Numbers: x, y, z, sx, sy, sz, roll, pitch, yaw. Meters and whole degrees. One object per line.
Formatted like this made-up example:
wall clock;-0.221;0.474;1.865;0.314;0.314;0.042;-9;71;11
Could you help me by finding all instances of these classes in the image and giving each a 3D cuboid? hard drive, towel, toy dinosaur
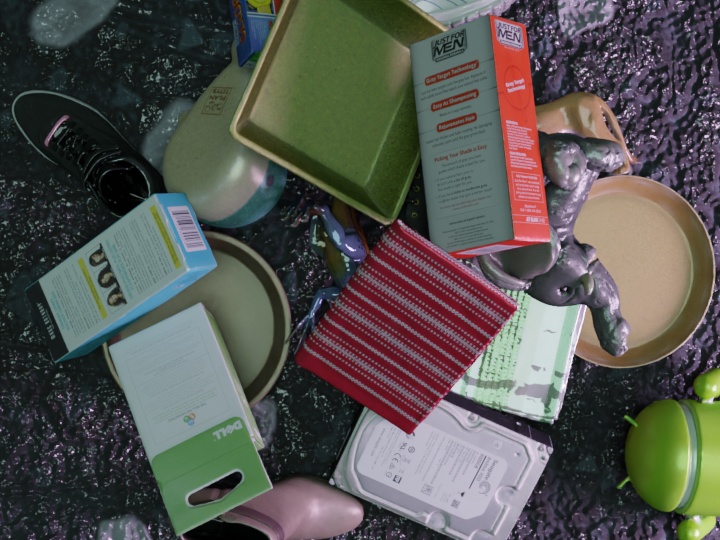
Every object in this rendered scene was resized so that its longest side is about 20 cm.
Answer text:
hard drive;0.082;0.197;1.157;0.198;0.038;0.141;24;107;-5
towel;0.040;0.059;1.057;0.144;0.023;0.201;32;124;-7
toy dinosaur;0.000;0.000;1.129;0.182;0.105;0.201;45;72;-19
towel;0.127;0.063;1.166;0.197;0.031;0.152;14;93;6

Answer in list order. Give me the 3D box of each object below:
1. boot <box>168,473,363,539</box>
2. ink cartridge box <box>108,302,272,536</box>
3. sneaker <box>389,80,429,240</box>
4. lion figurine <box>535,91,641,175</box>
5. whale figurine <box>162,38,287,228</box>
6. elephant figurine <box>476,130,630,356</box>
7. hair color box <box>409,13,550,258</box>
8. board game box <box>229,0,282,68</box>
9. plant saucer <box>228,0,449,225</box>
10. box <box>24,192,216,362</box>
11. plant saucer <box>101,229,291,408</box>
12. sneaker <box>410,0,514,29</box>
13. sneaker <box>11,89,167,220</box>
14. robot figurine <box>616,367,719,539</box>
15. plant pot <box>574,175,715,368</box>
boot;-0.092;0.253;1.111;0.197;0.146;0.071;3;93;-3
ink cartridge box;-0.160;0.146;1.083;0.103;0.059;0.202;-24;69;-2
sneaker;0.053;-0.100;1.123;0.106;0.075;0.201;-34;93;-35
lion figurine;0.190;-0.146;1.157;0.197;0.072;0.124;-12;95;-9
whale figurine;-0.116;-0.138;1.123;0.158;0.103;0.203;7;74;39
elephant figurine;0.177;-0.030;1.078;0.140;0.155;0.203;-1;105;-30
hair color box;0.108;-0.119;1.020;0.061;0.101;0.203;0;82;-46
board game box;-0.067;-0.295;1.098;0.134;0.034;0.203;-1;75;-31
plant saucer;-0.017;-0.174;1.056;0.199;0.048;0.202;27;82;-31
box;-0.237;0.008;1.091;0.199;0.049;0.083;-31;80;28
plant saucer;-0.170;0.059;1.160;0.197;0.029;0.204;0;92;-3
sneaker;0.073;-0.279;1.144;0.197;0.075;0.088;-17;88;-3
sneaker;-0.270;-0.118;1.113;0.199;0.099;0.071;37;91;-3
robot figurine;0.365;0.194;1.152;0.197;0.116;0.178;4;96;-3
plant pot;0.276;0.001;1.185;0.197;0.027;0.204;0;91;-3
